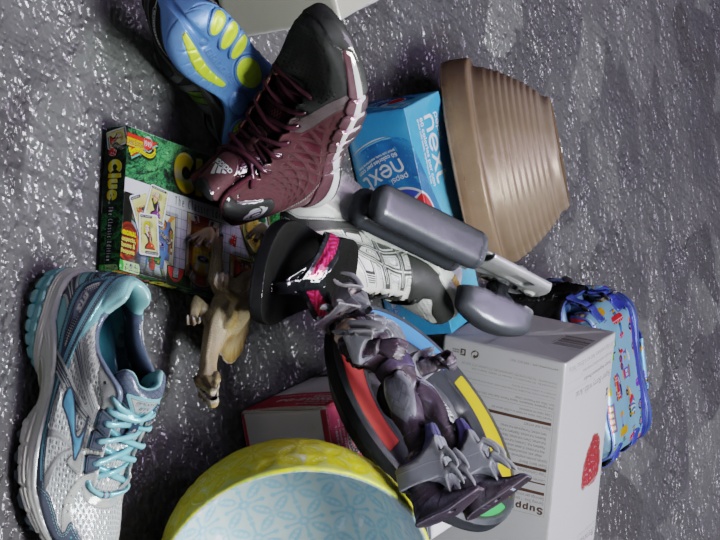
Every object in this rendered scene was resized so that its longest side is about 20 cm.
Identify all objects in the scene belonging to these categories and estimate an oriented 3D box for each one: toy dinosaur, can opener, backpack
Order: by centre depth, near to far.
[{"bbox_3d":[-0.089,0.015,1.424,0.200,0.058,0.102,-55,147,-47],"label":"toy dinosaur"},{"bbox_3d":[0.073,-0.003,1.558,0.199,0.053,0.067,25,71,-35],"label":"can opener"},{"bbox_3d":[0.209,0.094,1.862,0.200,0.134,0.184,-16,101,-62],"label":"backpack"}]

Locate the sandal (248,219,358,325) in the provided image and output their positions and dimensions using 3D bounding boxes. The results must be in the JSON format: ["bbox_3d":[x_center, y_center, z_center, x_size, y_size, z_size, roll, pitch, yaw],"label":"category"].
[{"bbox_3d":[-0.030,0.002,1.427,0.200,0.045,0.076,-4,106,-69],"label":"sandal"}]

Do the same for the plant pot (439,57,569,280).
[{"bbox_3d":[0.135,-0.096,1.736,0.201,0.092,0.202,-10,90,-82],"label":"plant pot"}]

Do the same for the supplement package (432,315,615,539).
[{"bbox_3d":[0.142,0.151,1.707,0.121,0.119,0.201,-24,121,-59],"label":"supplement package"}]

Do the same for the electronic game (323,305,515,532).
[{"bbox_3d":[0.046,0.110,1.465,0.200,0.042,0.201,40,26,-24],"label":"electronic game"}]

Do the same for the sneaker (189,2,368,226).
[{"bbox_3d":[-0.064,-0.095,1.377,0.115,0.076,0.201,-27,150,-26],"label":"sneaker"}]

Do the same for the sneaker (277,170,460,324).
[{"bbox_3d":[0.000,0.000,1.581,0.200,0.075,0.088,38,64,-30],"label":"sneaker"}]

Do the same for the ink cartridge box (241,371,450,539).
[{"bbox_3d":[0.001,0.155,1.547,0.200,0.084,0.146,-21,103,-59],"label":"ink cartridge box"}]

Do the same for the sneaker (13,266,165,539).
[{"bbox_3d":[-0.172,0.096,1.263,0.077,0.086,0.202,3,83,-58],"label":"sneaker"}]

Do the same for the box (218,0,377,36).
[{"bbox_3d":[-0.056,-0.296,1.493,0.128,0.108,0.201,-39,119,-55],"label":"box"}]

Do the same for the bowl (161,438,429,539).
[{"bbox_3d":[-0.054,0.189,1.391,0.108,0.199,0.201,-107,171,-56],"label":"bowl"}]

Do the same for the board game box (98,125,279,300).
[{"bbox_3d":[-0.122,-0.034,1.430,0.200,0.023,0.106,17,69,-58],"label":"board game box"}]

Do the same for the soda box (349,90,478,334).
[{"bbox_3d":[0.047,-0.048,1.675,0.068,0.064,0.201,-32,112,-56],"label":"soda box"}]

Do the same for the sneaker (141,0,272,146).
[{"bbox_3d":[-0.104,-0.149,1.420,0.083,0.071,0.200,50,-4,32],"label":"sneaker"}]

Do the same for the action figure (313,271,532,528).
[{"bbox_3d":[0.034,0.082,1.364,0.130,0.069,0.201,9,46,-59],"label":"action figure"}]
